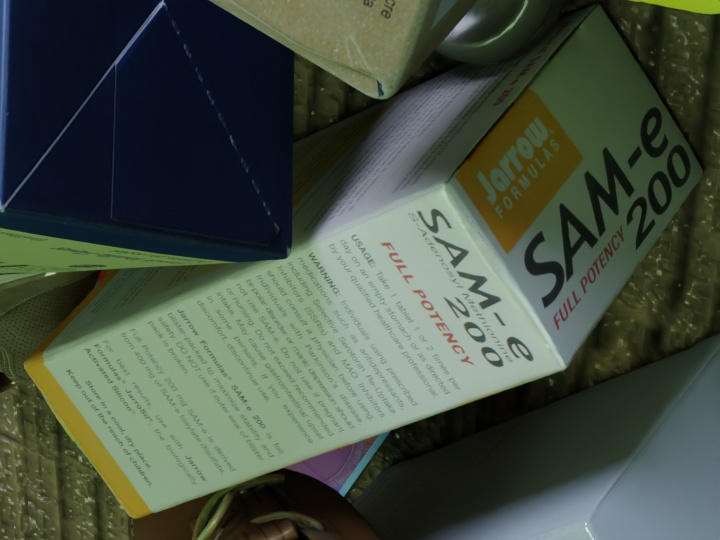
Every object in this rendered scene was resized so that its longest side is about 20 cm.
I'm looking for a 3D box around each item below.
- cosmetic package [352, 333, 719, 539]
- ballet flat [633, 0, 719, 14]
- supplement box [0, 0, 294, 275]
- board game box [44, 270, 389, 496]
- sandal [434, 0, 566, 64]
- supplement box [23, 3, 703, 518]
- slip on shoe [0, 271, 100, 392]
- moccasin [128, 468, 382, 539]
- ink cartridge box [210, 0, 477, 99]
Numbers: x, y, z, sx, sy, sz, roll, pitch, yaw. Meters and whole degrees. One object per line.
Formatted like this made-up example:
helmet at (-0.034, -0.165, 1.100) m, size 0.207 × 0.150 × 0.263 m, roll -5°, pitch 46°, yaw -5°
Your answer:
cosmetic package at (0.098, 0.156, 0.934) m, size 0.200 × 0.123 × 0.200 m, roll -28°, pitch 103°, yaw 45°
ballet flat at (0.116, -0.144, 0.725) m, size 0.067 × 0.067 × 0.200 m, roll 28°, pitch 143°, yaw 8°
supplement box at (-0.137, -0.101, 0.781) m, size 0.199 × 0.134 × 0.201 m, roll -3°, pitch 83°, yaw 34°
board game box at (-0.076, 0.051, 1.043) m, size 0.158 × 0.039 × 0.200 m, roll 39°, pitch 137°, yaw 5°
sandal at (-0.024, -0.132, 0.828) m, size 0.200 × 0.055 × 0.082 m, roll 39°, pitch 116°, yaw 11°
supplement box at (0.000, 0.000, 0.867) m, size 0.200 × 0.126 × 0.074 m, roll -22°, pitch 108°, yaw 40°
slip on shoe at (-0.127, 0.011, 0.985) m, size 0.061 × 0.076 × 0.200 m, roll 63°, pitch 151°, yaw -4°
moccasin at (-0.031, 0.113, 0.867) m, size 0.201 × 0.078 × 0.074 m, roll 41°, pitch 108°, yaw 54°
ink cartridge box at (0.040, -0.170, 0.684) m, size 0.075 × 0.165 × 0.200 m, roll 31°, pitch 137°, yaw 11°
